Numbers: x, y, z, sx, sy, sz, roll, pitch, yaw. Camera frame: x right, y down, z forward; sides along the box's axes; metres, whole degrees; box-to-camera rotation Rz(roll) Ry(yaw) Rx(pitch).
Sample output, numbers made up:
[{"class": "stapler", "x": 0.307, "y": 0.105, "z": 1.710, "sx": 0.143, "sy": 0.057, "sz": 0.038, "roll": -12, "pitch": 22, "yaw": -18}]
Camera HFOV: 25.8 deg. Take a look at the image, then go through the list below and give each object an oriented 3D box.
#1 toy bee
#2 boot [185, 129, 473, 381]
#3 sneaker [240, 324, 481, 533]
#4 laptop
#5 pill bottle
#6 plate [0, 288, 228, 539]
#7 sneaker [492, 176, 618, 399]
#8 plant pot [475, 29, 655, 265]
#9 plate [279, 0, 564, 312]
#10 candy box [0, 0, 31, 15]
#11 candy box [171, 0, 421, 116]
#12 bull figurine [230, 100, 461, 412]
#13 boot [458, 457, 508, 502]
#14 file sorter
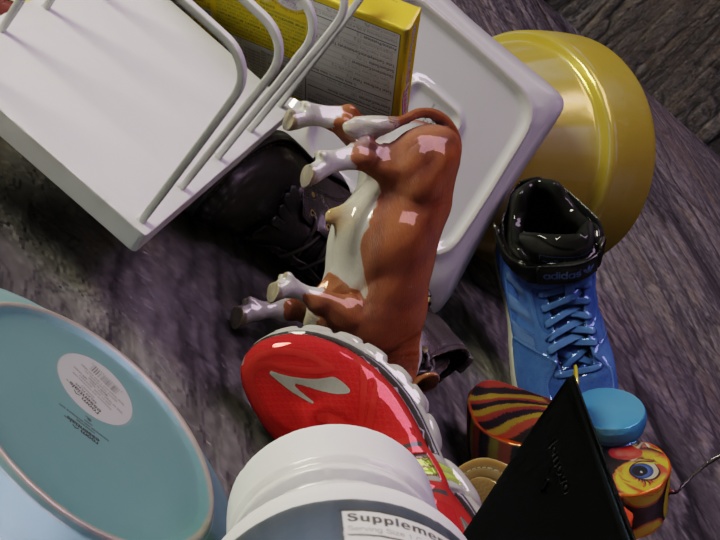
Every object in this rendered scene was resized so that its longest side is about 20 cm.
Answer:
[{"class": "toy bee", "x": 0.146, "y": 0.118, "z": 0.951, "sx": 0.109, "sy": 0.199, "sz": 0.132, "roll": -47, "pitch": 121, "yaw": -53}, {"class": "boot", "x": -0.008, "y": 0.002, "z": 0.984, "sx": 0.174, "sy": 0.069, "sz": 0.200, "roll": 52, "pitch": 20, "yaw": 18}, {"class": "sneaker", "x": 0.007, "y": 0.109, "z": 0.781, "sx": 0.200, "sy": 0.077, "sz": 0.085, "roll": 48, "pitch": 24, "yaw": 12}, {"class": "laptop", "x": 0.092, "y": 0.188, "z": 0.631, "sx": 0.201, "sy": 0.115, "sz": 0.188, "roll": 59, "pitch": 11, "yaw": -28}, {"class": "pill bottle", "x": -0.005, "y": 0.151, "z": 0.586, "sx": 0.119, "sy": 0.120, "sz": 0.200, "roll": 37, "pitch": 19, "yaw": -22}, {"class": "plate", "x": -0.120, "y": 0.071, "z": 0.662, "sx": 0.200, "sy": 0.026, "sz": 0.200, "roll": 38, "pitch": 20, "yaw": -16}, {"class": "sneaker", "x": 0.142, "y": 0.026, "z": 1.129, "sx": 0.111, "sy": 0.076, "sz": 0.201, "roll": 88, "pitch": -7, "yaw": -59}, {"class": "plant pot", "x": 0.106, "y": -0.097, "z": 1.276, "sx": 0.188, "sy": 0.201, "sz": 0.201, "roll": -4, "pitch": 49, "yaw": -46}, {"class": "plate", "x": 0.038, "y": -0.103, "z": 1.126, "sx": 0.200, "sy": 0.200, "sz": 0.032, "roll": 38, "pitch": -13, "yaw": -20}, {"class": "candy box", "x": -0.233, "y": -0.193, "z": 0.938, "sx": 0.115, "sy": 0.055, "sz": 0.200, "roll": 16, "pitch": 34, "yaw": -55}, {"class": "candy box", "x": -0.060, "y": -0.154, "z": 0.952, "sx": 0.199, "sy": 0.102, "sz": 0.026, "roll": 24, "pitch": 60, "yaw": 11}, {"class": "bull figurine", "x": 0.000, "y": 0.000, "z": 0.898, "sx": 0.121, "sy": 0.201, "sz": 0.065, "roll": 15, "pitch": -5, "yaw": -31}, {"class": "boot", "x": 0.131, "y": 0.189, "z": 0.892, "sx": 0.200, "sy": 0.074, "sz": 0.155, "roll": 53, "pitch": 15, "yaw": 15}, {"class": "file sorter", "x": -0.097, "y": -0.132, "z": 0.825, "sx": 0.139, "sy": 0.125, "sz": 0.200, "roll": 41, "pitch": 30, "yaw": -1}]
